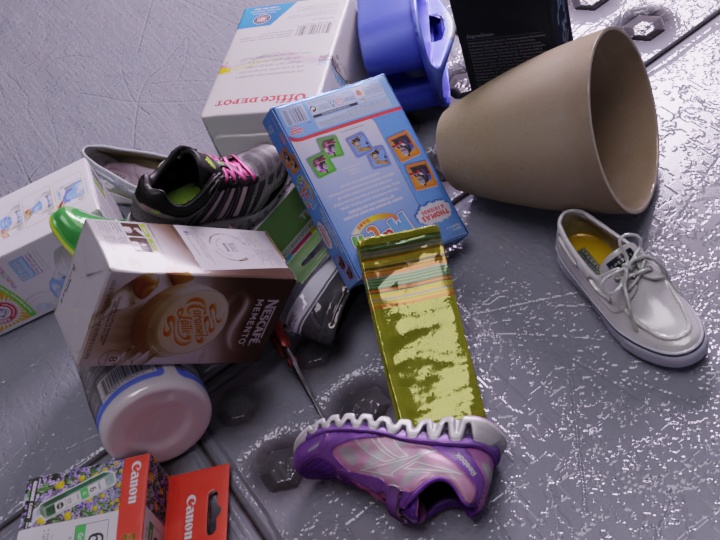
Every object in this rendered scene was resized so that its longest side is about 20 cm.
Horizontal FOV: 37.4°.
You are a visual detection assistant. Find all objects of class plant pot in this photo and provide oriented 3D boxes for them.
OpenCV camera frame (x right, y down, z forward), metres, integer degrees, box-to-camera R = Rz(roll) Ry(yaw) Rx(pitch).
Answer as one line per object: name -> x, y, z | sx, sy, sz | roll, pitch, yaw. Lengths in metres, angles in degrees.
plant pot -> 0.187, -0.141, 1.120 | 0.199, 0.188, 0.188 | -6, 47, 36

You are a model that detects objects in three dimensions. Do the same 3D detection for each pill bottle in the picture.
pill bottle -> -0.236, 0.093, 1.101 | 0.113, 0.114, 0.200 | -29, 46, -5

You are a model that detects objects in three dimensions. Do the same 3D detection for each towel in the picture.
towel -> 0.057, 0.056, 1.025 | 0.085, 0.018, 0.202 | -14, 73, 2

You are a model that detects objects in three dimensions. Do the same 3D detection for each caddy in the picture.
caddy -> 0.065, -0.282, 1.295 | 0.104, 0.142, 0.201 | -14, 47, 15

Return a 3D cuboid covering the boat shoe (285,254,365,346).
boat shoe -> 0.000, 0.000, 1.129 | 0.066, 0.070, 0.200 | 31, 56, 11

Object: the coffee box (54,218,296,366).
coffee box -> -0.176, 0.023, 1.025 | 0.199, 0.115, 0.080 | 2, 37, -38

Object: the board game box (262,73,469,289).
board game box -> 0.007, -0.097, 1.118 | 0.151, 0.037, 0.201 | -22, 79, -31

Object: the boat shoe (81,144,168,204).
boat shoe -> -0.263, -0.118, 1.327 | 0.201, 0.065, 0.075 | 13, 57, 30

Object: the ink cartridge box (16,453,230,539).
ink cartridge box -> -0.227, 0.237, 1.014 | 0.198, 0.051, 0.110 | -14, 47, 10

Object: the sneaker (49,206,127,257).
sneaker -> -0.227, -0.031, 1.121 | 0.199, 0.084, 0.074 | 21, 19, -8

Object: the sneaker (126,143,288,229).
sneaker -> -0.149, -0.089, 1.074 | 0.199, 0.088, 0.074 | -28, 61, -31

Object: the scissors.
scissors -> -0.075, 0.088, 1.105 | 0.014, 0.073, 0.201 | -19, 68, -22

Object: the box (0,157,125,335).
box -> -0.382, -0.025, 1.259 | 0.199, 0.113, 0.102 | -25, 48, -1

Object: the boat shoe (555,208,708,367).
boat shoe -> 0.252, 0.003, 1.010 | 0.074, 0.086, 0.202 | -29, 46, -6

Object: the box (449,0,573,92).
box -> 0.177, -0.287, 1.214 | 0.106, 0.201, 0.149 | -3, 50, 19

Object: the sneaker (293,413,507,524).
sneaker -> 0.030, 0.182, 0.951 | 0.198, 0.081, 0.089 | -3, 57, 17

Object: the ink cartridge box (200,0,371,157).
ink cartridge box -> -0.077, -0.204, 1.276 | 0.146, 0.145, 0.201 | -1, 50, 21

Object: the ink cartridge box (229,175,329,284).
ink cartridge box -> -0.105, -0.050, 1.169 | 0.199, 0.059, 0.104 | 9, 52, 52
